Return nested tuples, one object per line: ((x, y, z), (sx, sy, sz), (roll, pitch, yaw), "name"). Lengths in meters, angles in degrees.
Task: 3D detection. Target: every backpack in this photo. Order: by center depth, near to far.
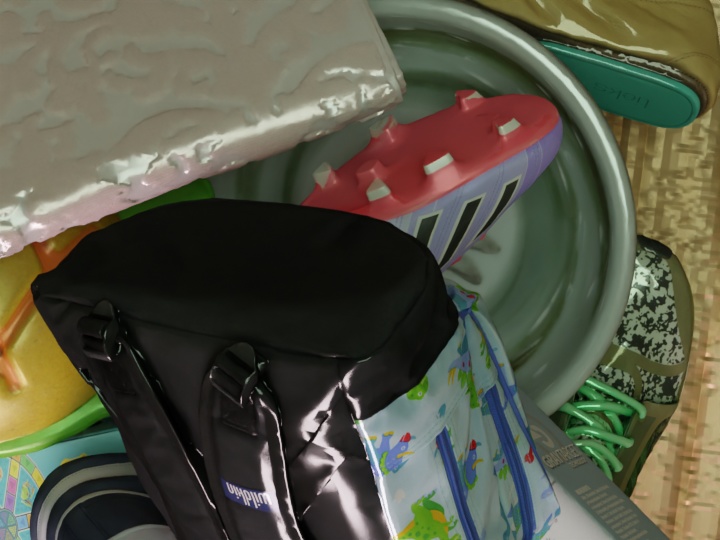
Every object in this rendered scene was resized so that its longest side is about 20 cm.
((-0.009, 0.070, 1.071), (0.154, 0.163, 0.201), (-40, 127, -41), "backpack")

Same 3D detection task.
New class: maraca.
((-0.140, 0.013, 1.208), (0.199, 0.107, 0.138), (3, 75, 2), "maraca")

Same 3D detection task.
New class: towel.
((-0.105, -0.105, 1.194), (0.199, 0.032, 0.192), (-21, 57, -5), "towel")

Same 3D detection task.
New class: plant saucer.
((0.019, -0.021, 1.241), (0.199, 0.050, 0.201), (3, 105, 10), "plant saucer")

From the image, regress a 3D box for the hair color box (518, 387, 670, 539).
((0.065, 0.124, 1.184), (0.200, 0.061, 0.099), (45, 107, 12), "hair color box")

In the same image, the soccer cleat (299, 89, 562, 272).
((0.000, 0.000, 1.174), (0.200, 0.067, 0.077), (-33, 120, -11), "soccer cleat")

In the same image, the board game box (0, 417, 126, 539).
((-0.135, 0.146, 1.254), (0.199, 0.047, 0.152), (-12, 96, -5), "board game box")

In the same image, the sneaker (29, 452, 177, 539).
((-0.058, 0.147, 1.212), (0.070, 0.108, 0.200), (-47, 128, -3), "sneaker")

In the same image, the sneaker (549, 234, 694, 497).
((0.095, 0.083, 1.253), (0.077, 0.089, 0.201), (21, 92, -8), "sneaker")

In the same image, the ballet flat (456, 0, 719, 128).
((0.060, -0.114, 1.256), (0.199, 0.069, 0.063), (16, 65, -10), "ballet flat")
